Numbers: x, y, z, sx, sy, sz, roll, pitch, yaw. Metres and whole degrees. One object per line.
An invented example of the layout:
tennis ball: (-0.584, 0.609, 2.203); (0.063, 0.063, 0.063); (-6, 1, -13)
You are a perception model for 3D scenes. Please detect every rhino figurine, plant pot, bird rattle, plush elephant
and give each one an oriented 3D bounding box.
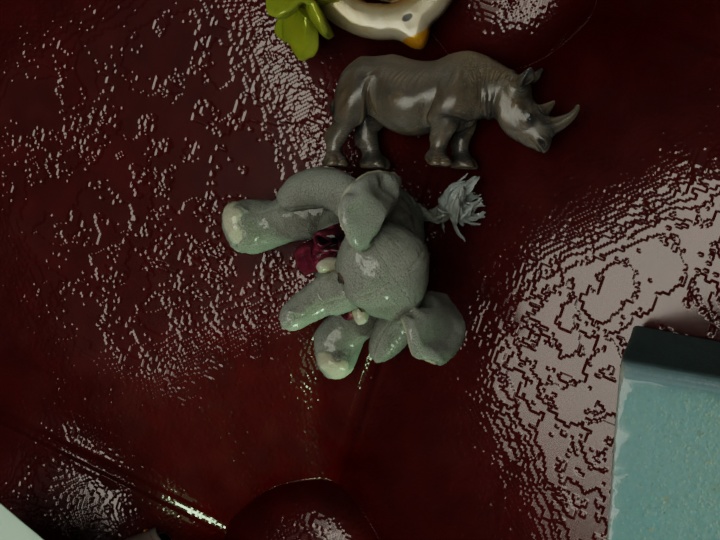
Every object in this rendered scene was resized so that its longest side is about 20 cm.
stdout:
rhino figurine: (0.067, -0.121, 1.231); (0.198, 0.060, 0.088); (1, 91, 20)
plant pot: (0.272, 0.155, 1.109); (0.198, 0.196, 0.198); (5, 96, 11)
bird rattle: (0.003, -0.253, 1.245); (0.162, 0.113, 0.201); (22, 83, 1)
plush elephant: (0.000, 0.000, 1.208); (0.199, 0.155, 0.166); (-26, 101, 16)

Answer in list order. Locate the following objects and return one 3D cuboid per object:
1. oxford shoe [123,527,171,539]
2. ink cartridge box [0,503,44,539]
oxford shoe: (-0.191, 0.255, 1.376); (0.198, 0.071, 0.073); (6, 64, 28)
ink cartridge box: (-0.263, 0.285, 1.315); (0.200, 0.085, 0.144); (45, 150, -15)
